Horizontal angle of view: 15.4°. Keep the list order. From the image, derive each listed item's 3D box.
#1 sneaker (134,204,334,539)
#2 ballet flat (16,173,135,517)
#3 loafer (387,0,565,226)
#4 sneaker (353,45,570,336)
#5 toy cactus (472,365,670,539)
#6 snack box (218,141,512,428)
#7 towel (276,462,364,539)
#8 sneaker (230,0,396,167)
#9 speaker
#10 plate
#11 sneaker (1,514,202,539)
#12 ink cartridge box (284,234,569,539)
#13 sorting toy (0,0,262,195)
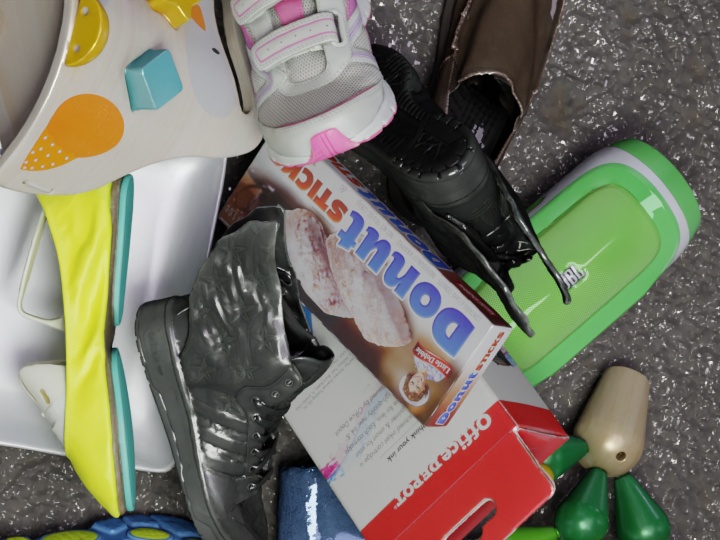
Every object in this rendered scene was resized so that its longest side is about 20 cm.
[{"bbox_3d":[-0.060,0.069,1.508,0.104,0.060,0.201,-15,104,16],"label":"sneaker"},{"bbox_3d":[-0.161,0.039,1.507,0.067,0.067,0.201,-1,88,-1],"label":"ballet flat"},{"bbox_3d":[0.084,-0.119,1.627,0.073,0.071,0.201,21,83,-21],"label":"loafer"},{"bbox_3d":[0.047,-0.050,1.534,0.060,0.200,0.104,-38,126,-4],"label":"sneaker"},{"bbox_3d":[0.141,0.141,1.655,0.199,0.102,0.166,30,61,-17],"label":"toy cactus"},{"bbox_3d":[0.000,0.000,1.510,0.024,0.200,0.072,12,117,-53],"label":"snack box"},{"bbox_3d":[0.002,0.212,1.608,0.111,0.049,0.201,-1,92,-17],"label":"towel"},{"bbox_3d":[-0.036,-0.136,1.513,0.081,0.200,0.088,-22,128,7],"label":"sneaker"},{"bbox_3d":[0.114,0.007,1.634,0.200,0.088,0.089,-40,104,-17],"label":"speaker"},{"bbox_3d":[-0.187,0.004,1.539,0.199,0.032,0.201,10,87,-22],"label":"plate"},{"bbox_3d":[-0.147,0.193,1.546,0.199,0.071,0.083,-5,116,-26],"label":"sneaker"},{"bbox_3d":[0.035,0.086,1.531,0.116,0.200,0.067,-44,152,19],"label":"ink cartridge box"},{"bbox_3d":[-0.129,-0.140,1.506,0.180,0.107,0.201,15,52,-46],"label":"sorting toy"}]
